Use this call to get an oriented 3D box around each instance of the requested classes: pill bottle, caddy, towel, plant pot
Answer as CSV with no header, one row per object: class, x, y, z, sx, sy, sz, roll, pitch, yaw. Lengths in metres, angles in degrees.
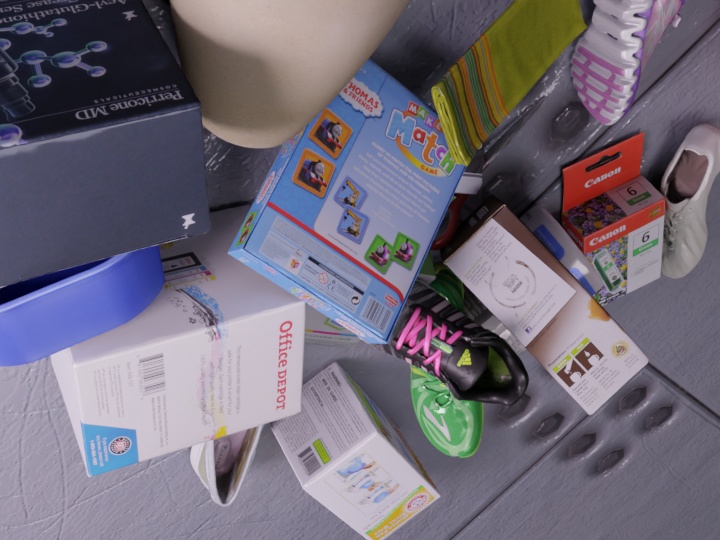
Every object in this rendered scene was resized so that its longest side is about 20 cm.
pill bottle,0.149,0.034,1.139,0.200,0.114,0.114,-39,139,7
caddy,-0.246,-0.020,0.813,0.199,0.142,0.105,-23,143,-12
towel,0.133,-0.185,0.922,0.200,0.018,0.086,-48,138,-23
plant pot,-0.062,-0.190,0.762,0.186,0.188,0.200,-8,148,-26

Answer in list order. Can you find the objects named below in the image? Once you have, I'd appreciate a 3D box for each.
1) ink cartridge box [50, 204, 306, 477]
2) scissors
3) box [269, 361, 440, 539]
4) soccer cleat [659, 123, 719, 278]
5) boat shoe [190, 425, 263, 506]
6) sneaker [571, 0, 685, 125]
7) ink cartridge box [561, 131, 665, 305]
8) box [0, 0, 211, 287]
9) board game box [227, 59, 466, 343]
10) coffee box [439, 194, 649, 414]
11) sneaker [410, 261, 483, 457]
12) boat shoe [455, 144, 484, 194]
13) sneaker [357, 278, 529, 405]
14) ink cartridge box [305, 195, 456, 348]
ink cartridge box,-0.164,0.056,0.934,0.199,0.145,0.148,-14,136,-21
scissors,0.108,-0.098,1.053,0.014,0.073,0.201,41,78,-30
box,-0.005,0.212,1.211,0.101,0.113,0.200,-36,139,2
soccer cleat,0.362,-0.072,1.203,0.077,0.069,0.201,-32,140,-41
boat shoe,-0.130,0.160,1.116,0.074,0.065,0.203,-1,129,-32
sneaker,0.257,-0.229,0.988,0.088,0.081,0.201,-22,137,-24
ink cartridge box,0.283,-0.049,1.193,0.108,0.050,0.201,-25,139,-10
box,-0.202,-0.106,0.712,0.147,0.200,0.108,-16,137,-20
board game box,-0.001,-0.063,0.887,0.151,0.037,0.201,33,72,-23
coffee box,0.172,0.029,1.022,0.080,0.114,0.200,-44,96,7
sneaker,0.077,0.095,1.058,0.073,0.084,0.202,-8,100,12
boat shoe,0.032,-0.113,0.964,0.199,0.070,0.067,7,102,-28
sneaker,0.076,0.066,0.953,0.199,0.087,0.074,29,94,-25
ink cartridge box,0.000,0.000,1.003,0.103,0.060,0.200,9,144,-38
